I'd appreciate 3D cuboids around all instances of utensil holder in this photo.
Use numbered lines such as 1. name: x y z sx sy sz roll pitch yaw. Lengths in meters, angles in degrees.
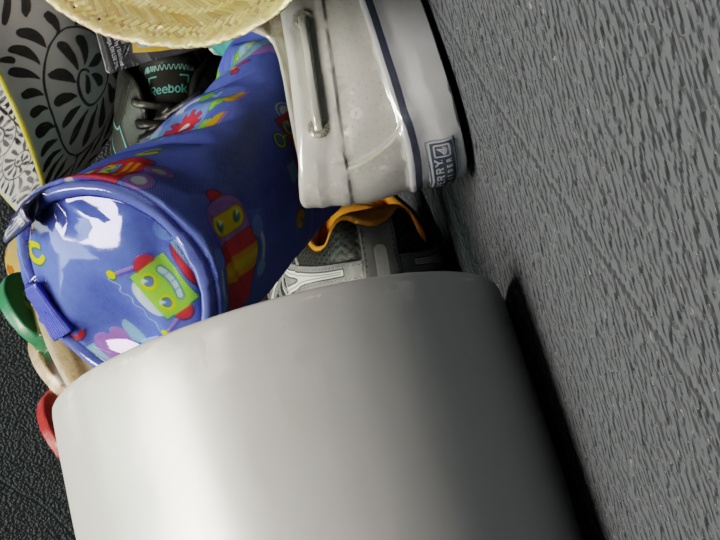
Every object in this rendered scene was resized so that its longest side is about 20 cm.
1. utensil holder: -0.003 0.121 0.661 0.170 0.169 0.201 88 165 -76

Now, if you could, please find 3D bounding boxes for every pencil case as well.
1. pencil case: -0.053 -0.031 0.753 0.078 0.086 0.200 66 -150 -16

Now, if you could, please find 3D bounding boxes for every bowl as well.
1. bowl: -0.174 -0.134 1.054 0.201 0.094 0.201 51 161 25

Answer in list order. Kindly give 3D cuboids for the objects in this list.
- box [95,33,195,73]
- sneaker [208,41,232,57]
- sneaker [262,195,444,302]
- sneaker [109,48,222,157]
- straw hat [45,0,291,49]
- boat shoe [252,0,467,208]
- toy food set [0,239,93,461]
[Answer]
1. box: -0.093 -0.213 0.947 0.133 0.114 0.201 79 172 -45
2. sneaker: -0.041 -0.115 0.855 0.078 0.079 0.201 -112 6 -51
3. sneaker: 0.000 0.000 0.876 0.200 0.078 0.078 -143 46 -75
4. sneaker: -0.093 -0.050 0.967 0.080 0.075 0.201 85 178 -50
5. straw hat: -0.052 -0.178 0.655 0.085 0.200 0.202 -29 -73 -51
6. boat shoe: -0.033 -0.106 0.716 0.075 0.086 0.203 82 170 -66
7. toy food set: -0.104 0.067 0.998 0.200 0.049 0.198 51 -168 -20
